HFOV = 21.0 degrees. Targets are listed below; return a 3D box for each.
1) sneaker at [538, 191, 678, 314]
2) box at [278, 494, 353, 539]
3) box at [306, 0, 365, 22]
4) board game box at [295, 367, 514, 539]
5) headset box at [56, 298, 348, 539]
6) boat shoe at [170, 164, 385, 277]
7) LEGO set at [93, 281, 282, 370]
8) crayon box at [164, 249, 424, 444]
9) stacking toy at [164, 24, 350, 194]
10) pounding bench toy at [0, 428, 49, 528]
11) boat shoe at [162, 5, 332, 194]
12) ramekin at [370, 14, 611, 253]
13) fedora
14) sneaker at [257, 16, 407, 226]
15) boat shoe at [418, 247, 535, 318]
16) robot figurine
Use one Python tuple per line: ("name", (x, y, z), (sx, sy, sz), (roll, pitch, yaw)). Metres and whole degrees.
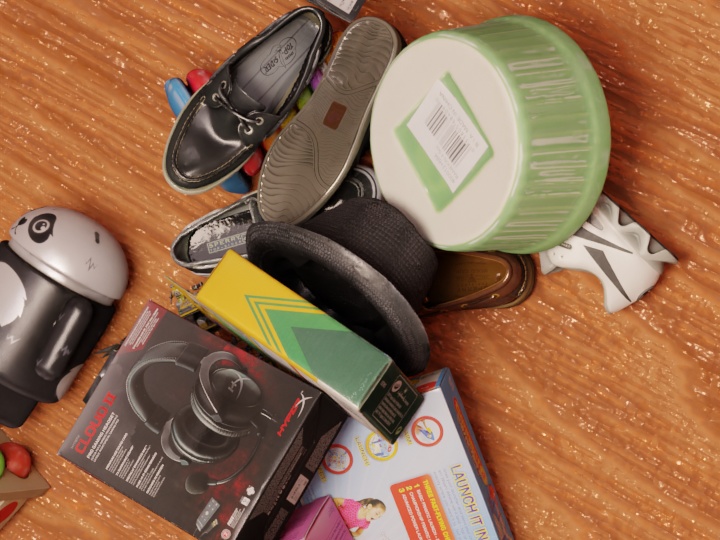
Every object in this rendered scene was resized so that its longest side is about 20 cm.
("sneaker", (0.168, -0.046, 1.655), (0.089, 0.074, 0.200), (-46, 75, 7))
("box", (-0.065, 0.321, 1.627), (0.175, 0.097, 0.201), (-25, 100, 18))
("box", (-0.007, -0.328, 1.694), (0.201, 0.051, 0.158), (-60, 33, 4))
("board game box", (0.016, 0.207, 1.660), (0.195, 0.056, 0.201), (-18, 101, 14))
("headset box", (-0.135, 0.128, 1.570), (0.200, 0.077, 0.149), (27, 81, 25))
("boat shoe", (-0.076, -0.046, 1.730), (0.198, 0.068, 0.074), (-14, 83, 15))
("LEGO set", (-0.162, 0.080, 1.702), (0.199, 0.154, 0.116), (-22, 108, 25))
("crayon box", (-0.051, 0.054, 1.568), (0.200, 0.126, 0.052), (33, 83, 21))
("stacking toy", (-0.065, -0.167, 1.728), (0.200, 0.116, 0.110), (-33, 81, 0))
("pounding bench toy", (-0.398, 0.196, 1.741), (0.156, 0.200, 0.124), (-46, 75, 9))
("boat shoe", (-0.093, -0.149, 1.646), (0.199, 0.066, 0.075), (-44, 89, -14))
("ramekin", (0.099, -0.109, 1.602), (0.200, 0.097, 0.201), (9, 102, 46))
("fedora", (0.000, 0.000, 1.617), (0.200, 0.201, 0.092), (36, 68, 16))
("sneaker", (-0.008, -0.116, 1.693), (0.075, 0.106, 0.200), (34, 95, 24))
("boat shoe", (0.049, 0.007, 1.690), (0.199, 0.068, 0.072), (-6, 85, 16))
("robot figurine", (-0.296, 0.039, 1.759), (0.150, 0.125, 0.200), (33, 93, 17))
